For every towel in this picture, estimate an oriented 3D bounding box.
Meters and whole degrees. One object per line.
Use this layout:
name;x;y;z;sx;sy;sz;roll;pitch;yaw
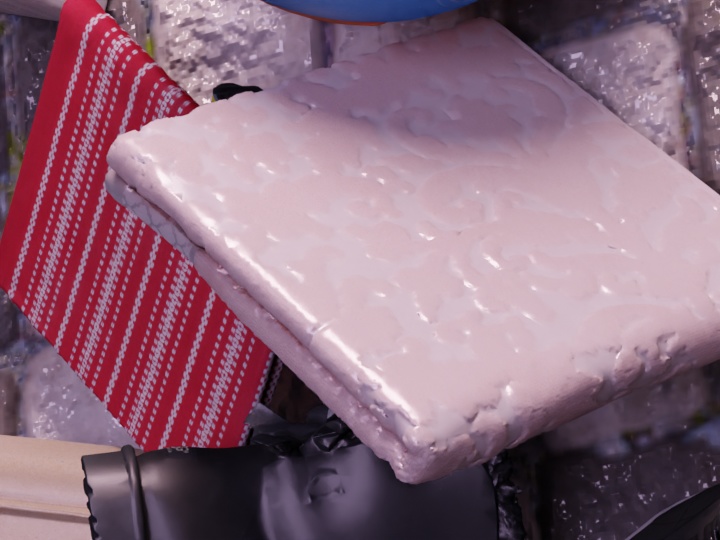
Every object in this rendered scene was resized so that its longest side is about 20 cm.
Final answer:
towel;-0.087;-0.008;1.127;0.200;0.022;0.145;44;126;41
towel;0.036;-0.012;1.004;0.191;0.199;0.032;42;136;32

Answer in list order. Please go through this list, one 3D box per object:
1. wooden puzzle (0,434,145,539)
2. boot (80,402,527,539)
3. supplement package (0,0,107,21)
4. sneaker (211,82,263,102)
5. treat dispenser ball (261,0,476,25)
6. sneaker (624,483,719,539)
wooden puzzle;-0.096;0.173;1.122;0.184;0.037;0.201;5;78;17
boot;-0.016;0.142;1.048;0.162;0.073;0.199;-8;97;-7
supplement package;-0.213;-0.191;1.229;0.199;0.121;0.120;11;87;32
sneaker;0.000;0.000;1.100;0.200;0.066;0.079;34;110;33
treat dispenser ball;0.003;-0.195;1.050;0.200;0.201;0.202;-6;77;30
sneaker;0.133;0.100;0.975;0.200;0.099;0.071;-30;68;25
